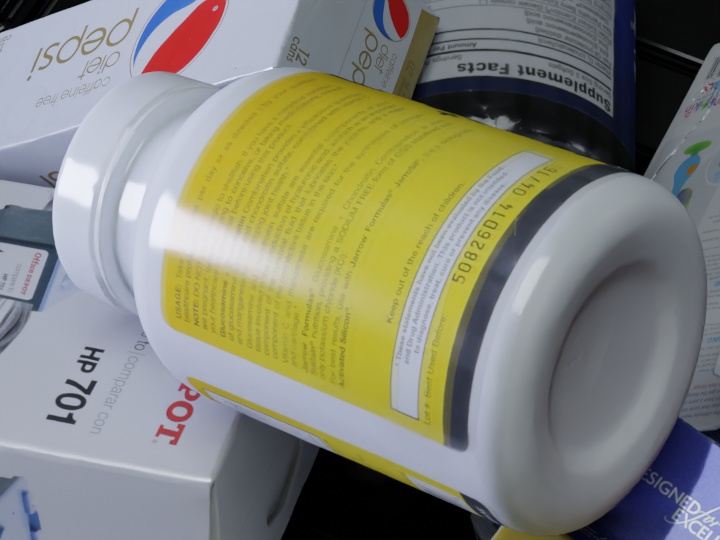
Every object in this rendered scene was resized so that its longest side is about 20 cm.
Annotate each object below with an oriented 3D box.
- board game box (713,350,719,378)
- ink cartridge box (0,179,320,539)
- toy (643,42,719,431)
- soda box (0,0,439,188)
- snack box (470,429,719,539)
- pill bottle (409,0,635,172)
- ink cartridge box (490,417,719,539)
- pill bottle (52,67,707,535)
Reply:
[{"bbox_3d":[0.246,0.030,0.832,0.199,0.041,0.199,25,27,20],"label":"board game box"},{"bbox_3d":[-0.122,0.043,0.891,0.199,0.086,0.147,8,38,13],"label":"ink cartridge box"},{"bbox_3d":[0.142,-0.010,0.919,0.115,0.047,0.201,-15,44,55],"label":"toy"},{"bbox_3d":[-0.067,-0.065,0.926,0.199,0.064,0.068,-12,50,46],"label":"soda box"},{"bbox_3d":[0.142,0.072,0.885,0.199,0.024,0.072,-25,39,-7],"label":"snack box"},{"bbox_3d":[0.049,-0.062,0.940,0.111,0.112,0.201,-1,59,8],"label":"pill bottle"},{"bbox_3d":[0.099,0.163,0.741,0.197,0.047,0.200,34,83,23],"label":"ink cartridge box"},{"bbox_3d":[0.000,0.000,0.782,0.199,0.112,0.112,21,63,35],"label":"pill bottle"}]
